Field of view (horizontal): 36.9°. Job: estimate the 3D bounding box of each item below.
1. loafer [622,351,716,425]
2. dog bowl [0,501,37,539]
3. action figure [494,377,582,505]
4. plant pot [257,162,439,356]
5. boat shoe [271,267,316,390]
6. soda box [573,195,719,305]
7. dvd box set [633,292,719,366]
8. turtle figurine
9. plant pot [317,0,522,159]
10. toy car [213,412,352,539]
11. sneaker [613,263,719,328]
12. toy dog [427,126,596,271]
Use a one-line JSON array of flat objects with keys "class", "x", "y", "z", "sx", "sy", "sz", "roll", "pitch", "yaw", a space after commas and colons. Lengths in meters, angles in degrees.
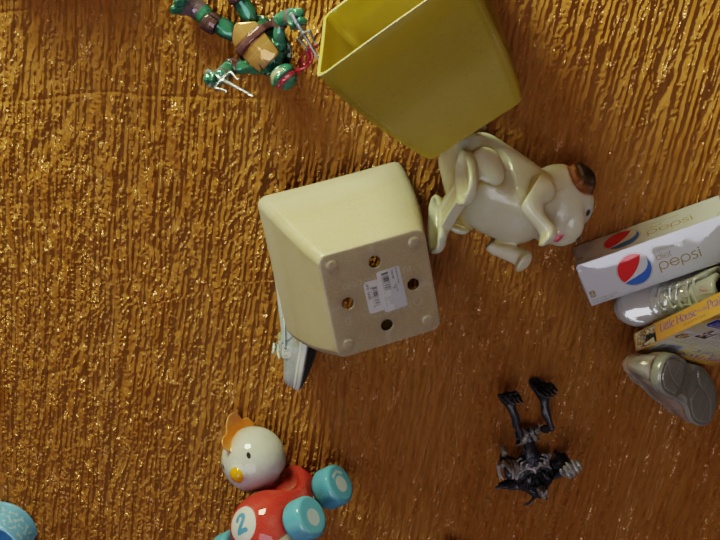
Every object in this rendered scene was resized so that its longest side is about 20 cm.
[{"class": "loafer", "x": 0.415, "y": 0.151, "z": 1.437, "sx": 0.063, "sy": 0.072, "sz": 0.200, "roll": 12, "pitch": 165, "yaw": 42}, {"class": "dog bowl", "x": -0.580, "y": 0.474, "z": 1.758, "sx": 0.111, "sy": 0.050, "sz": 0.201, "roll": -2, "pitch": 114, "yaw": 9}, {"class": "action figure", "x": 0.243, "y": 0.260, "z": 1.519, "sx": 0.118, "sy": 0.102, "sz": 0.201, "roll": -11, "pitch": 110, "yaw": 0}, {"class": "plant pot", "x": 0.000, "y": 0.000, "z": 1.361, "sx": 0.199, "sy": 0.177, "sz": 0.201, "roll": -15, "pitch": 112, "yaw": -10}, {"class": "boat shoe", "x": -0.094, "y": 0.068, "z": 1.500, "sx": 0.064, "sy": 0.074, "sz": 0.203, "roll": 6, "pitch": 111, "yaw": 12}, {"class": "soda box", "x": 0.379, "y": -0.025, "z": 1.390, "sx": 0.199, "sy": 0.068, "sz": 0.064, "roll": -21, "pitch": 109, "yaw": 16}, {"class": "dvd box set", "x": 0.465, "y": 0.070, "z": 1.356, "sx": 0.146, "sy": 0.030, "sz": 0.200, "roll": 11, "pitch": 154, "yaw": -24}, {"class": "turtle figurine", "x": -0.137, "y": -0.283, "z": 1.335, "sx": 0.150, "sy": 0.101, "sz": 0.200, "roll": -42, "pitch": 87, "yaw": 7}, {"class": "plant pot", "x": 0.084, "y": -0.257, "z": 1.273, "sx": 0.200, "sy": 0.200, "sz": 0.176, "roll": -32, "pitch": 117, "yaw": 20}, {"class": "toy car", "x": -0.152, "y": 0.305, "z": 1.568, "sx": 0.184, "sy": 0.177, "sz": 0.200, "roll": -31, "pitch": 94, "yaw": 31}, {"class": "sneaker", "x": 0.424, "y": 0.025, "z": 1.382, "sx": 0.199, "sy": 0.099, "sz": 0.078, "roll": -14, "pitch": 84, "yaw": 9}, {"class": "toy dog", "x": 0.194, "y": -0.090, "z": 1.350, "sx": 0.199, "sy": 0.194, "sz": 0.140, "roll": 12, "pitch": 133, "yaw": -14}]
